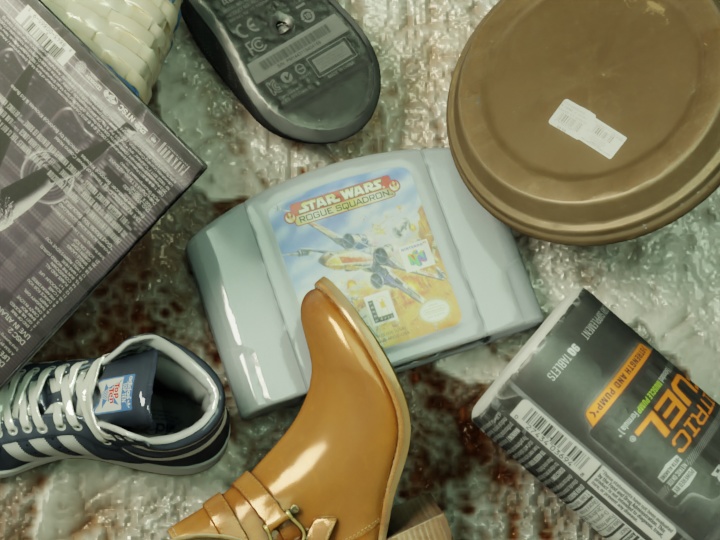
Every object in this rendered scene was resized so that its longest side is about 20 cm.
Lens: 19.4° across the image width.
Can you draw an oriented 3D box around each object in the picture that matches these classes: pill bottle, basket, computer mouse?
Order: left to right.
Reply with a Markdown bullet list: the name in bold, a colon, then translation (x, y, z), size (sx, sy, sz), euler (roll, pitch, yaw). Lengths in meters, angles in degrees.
- **basket**: translation (-0.200, -0.109, 1.235), size (0.176, 0.139, 0.201), euler (33, 66, -1)
- **computer mouse**: translation (-0.058, -0.161, 1.318), size (0.138, 0.053, 0.201), euler (-27, 78, -18)
- **pill bottle**: translation (0.171, 0.112, 1.247), size (0.200, 0.106, 0.106), euler (41, 73, 3)

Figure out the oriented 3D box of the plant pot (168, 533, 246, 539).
- **plant pot**: translation (-0.071, 0.244, 1.162), size (0.199, 0.027, 0.202), euler (1, 92, 31)

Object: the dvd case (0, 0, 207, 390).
- **dvd case**: translation (-0.204, -0.038, 1.174), size (0.149, 0.016, 0.200), euler (44, 97, 0)

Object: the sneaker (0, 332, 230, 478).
- **sneaker**: translation (-0.170, 0.077, 1.205), size (0.198, 0.109, 0.071), euler (2, 73, -7)

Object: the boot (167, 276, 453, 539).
- **boot**: translation (-0.041, 0.119, 1.214), size (0.154, 0.074, 0.202), euler (-21, 94, -7)

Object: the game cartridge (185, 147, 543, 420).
- **game cartridge**: translation (0.000, 0.000, 1.291), size (0.198, 0.042, 0.134), euler (-18, 82, -12)

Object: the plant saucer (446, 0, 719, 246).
- **plant saucer**: translation (0.143, -0.111, 1.268), size (0.198, 0.029, 0.202), euler (-9, 64, 18)
